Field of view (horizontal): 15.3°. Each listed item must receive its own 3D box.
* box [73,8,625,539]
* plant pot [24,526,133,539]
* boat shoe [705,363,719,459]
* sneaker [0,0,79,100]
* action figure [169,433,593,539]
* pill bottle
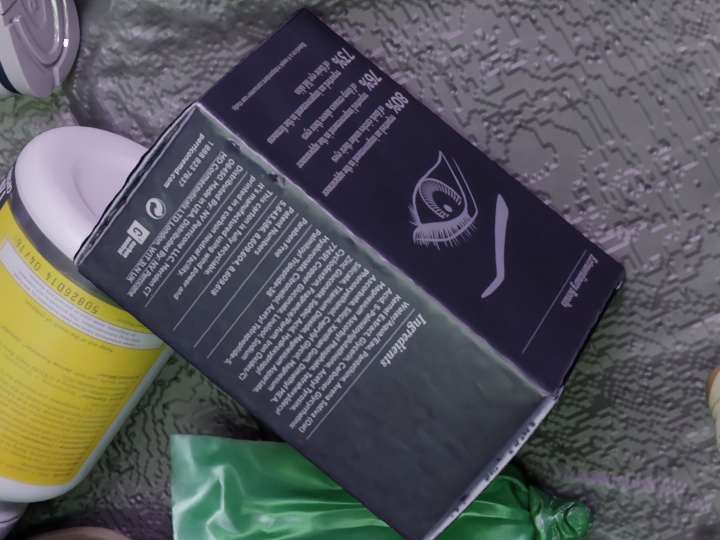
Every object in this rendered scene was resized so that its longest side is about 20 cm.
[{"bbox_3d":[0.000,0.000,1.181,0.200,0.148,0.104,40,118,1],"label":"box"},{"bbox_3d":[-0.142,0.256,1.328,0.199,0.200,0.174,-22,119,25],"label":"plant pot"},{"bbox_3d":[0.243,0.048,1.151,0.200,0.063,0.073,-26,142,33],"label":"boat shoe"},{"bbox_3d":[-0.195,-0.171,1.226,0.080,0.076,0.201,-1,110,29],"label":"sneaker"},{"bbox_3d":[0.012,0.129,1.274,0.199,0.055,0.119,-5,85,9],"label":"action figure"},{"bbox_3d":[-0.155,0.038,1.270,0.112,0.112,0.200,37,118,1],"label":"pill bottle"}]
